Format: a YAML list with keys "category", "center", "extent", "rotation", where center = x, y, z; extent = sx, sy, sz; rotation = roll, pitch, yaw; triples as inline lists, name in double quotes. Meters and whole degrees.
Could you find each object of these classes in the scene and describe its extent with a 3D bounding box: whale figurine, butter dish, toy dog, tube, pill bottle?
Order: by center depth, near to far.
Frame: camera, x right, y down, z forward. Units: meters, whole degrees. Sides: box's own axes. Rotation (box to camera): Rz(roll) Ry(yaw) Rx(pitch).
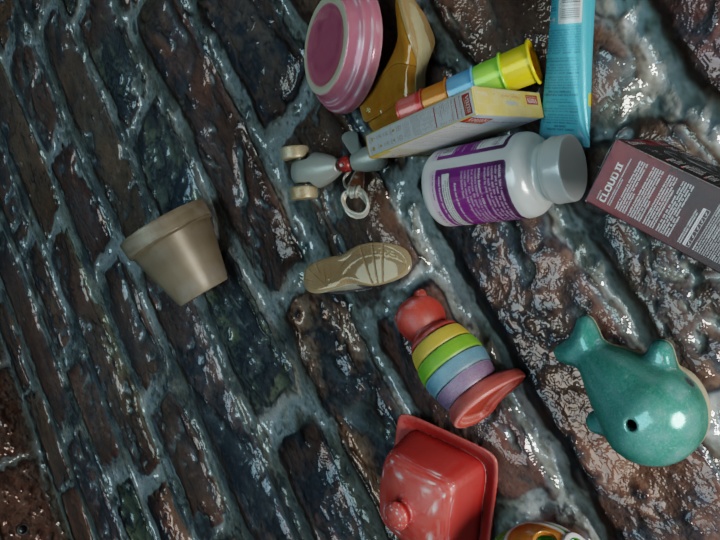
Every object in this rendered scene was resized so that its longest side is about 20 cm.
- category: "whale figurine"
  center: [0.320, 0.147, 0.788]
  extent: [0.200, 0.103, 0.160]
  rotation: [47, 126, 26]
- category: "tube"
  center: [0.262, -0.260, 0.809]
  extent: [0.077, 0.050, 0.201]
  rotation: [24, 119, 54]
- category: "pill bottle"
  center: [0.189, -0.121, 0.855]
  extent: [0.199, 0.112, 0.113]
  rotation: [-3, 96, 43]
- category: "butter dish"
  center: [0.096, 0.357, 1.006]
  extent: [0.199, 0.147, 0.202]
  rotation: [16, 108, 39]
- category: "toy dog"
  center: [-0.039, -0.171, 1.092]
  extent: [0.199, 0.096, 0.133]
  rotation: [17, 107, 24]

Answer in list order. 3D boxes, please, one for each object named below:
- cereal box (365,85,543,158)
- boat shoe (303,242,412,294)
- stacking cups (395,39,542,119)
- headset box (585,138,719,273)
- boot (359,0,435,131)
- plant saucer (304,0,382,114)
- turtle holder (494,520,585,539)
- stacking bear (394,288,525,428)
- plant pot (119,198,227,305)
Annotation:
- category: "cereal box"
  center: [0.123, -0.195, 0.868]
  extent: [0.199, 0.143, 0.040]
  rotation: [-12, 88, 49]
- category: "boat shoe"
  center: [0.000, 0.000, 1.087]
  extent: [0.199, 0.065, 0.072]
  rotation: [-15, 79, 25]
- category: "stacking cups"
  center: [0.142, -0.244, 0.875]
  extent: [0.199, 0.060, 0.061]
  rotation: [-17, 86, 27]
- category: "headset box"
  center: [0.351, -0.074, 0.688]
  extent: [0.200, 0.148, 0.078]
  rotation: [36, 120, 32]
- category: "boot"
  center: [0.049, -0.299, 0.979]
  extent: [0.143, 0.071, 0.202]
  rotation: [-18, 90, 40]
- category: "plant saucer"
  center: [-0.036, -0.354, 1.025]
  extent: [0.200, 0.051, 0.202]
  rotation: [3, 93, 60]
- category: "turtle holder"
  center: [0.264, 0.430, 0.868]
  extent: [0.132, 0.140, 0.186]
  rotation: [-44, 67, 37]
- category: "stacking bear"
  center: [0.127, 0.122, 0.966]
  extent: [0.200, 0.113, 0.122]
  rotation: [54, 129, 27]
- category: "plant pot"
  center: [-0.376, -0.027, 1.364]
  extent: [0.199, 0.200, 0.174]
  rotation: [-25, 97, 43]
